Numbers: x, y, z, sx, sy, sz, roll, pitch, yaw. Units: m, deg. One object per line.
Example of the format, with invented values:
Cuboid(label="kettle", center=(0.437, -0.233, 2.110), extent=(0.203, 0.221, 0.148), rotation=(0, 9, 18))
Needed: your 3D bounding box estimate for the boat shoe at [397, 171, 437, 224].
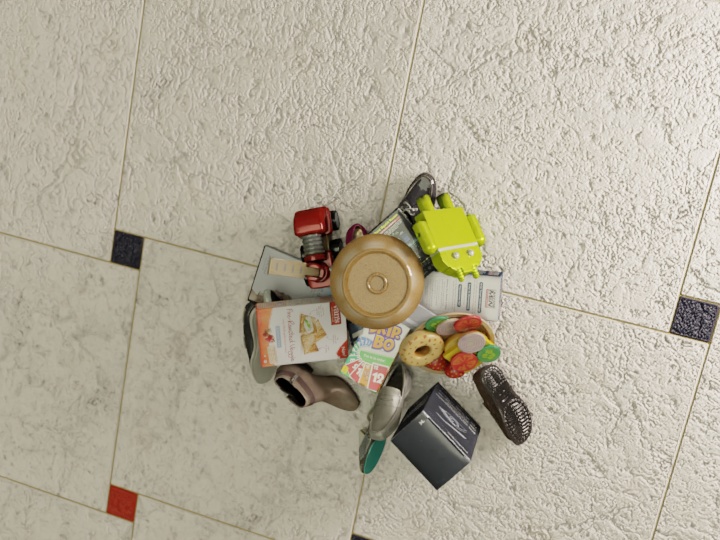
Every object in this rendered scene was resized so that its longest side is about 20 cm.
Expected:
Cuboid(label="boat shoe", center=(0.110, -0.119, 1.726), extent=(0.072, 0.063, 0.201), rotation=(28, 104, 10))

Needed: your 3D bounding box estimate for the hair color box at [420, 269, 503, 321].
Cuboid(label="hair color box", center=(0.208, 0.048, 1.727), extent=(0.198, 0.060, 0.101), rotation=(6, 101, 15))

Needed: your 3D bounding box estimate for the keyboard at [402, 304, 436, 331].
Cuboid(label="keyboard", center=(0.152, 0.122, 1.720), extent=(0.199, 0.011, 0.056), rotation=(32, 96, -30))

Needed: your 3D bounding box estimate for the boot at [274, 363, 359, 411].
Cuboid(label="boot", center=(-0.106, 0.279, 1.801), extent=(0.199, 0.146, 0.071), rotation=(31, 107, 9))

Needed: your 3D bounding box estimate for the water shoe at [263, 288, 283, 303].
Cuboid(label="water shoe", center=(-0.152, 0.117, 1.818), extent=(0.078, 0.072, 0.201), rotation=(-26, 109, 7))

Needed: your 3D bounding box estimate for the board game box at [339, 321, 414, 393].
Cuboid(label="board game box", center=(0.041, 0.161, 1.738), extent=(0.095, 0.030, 0.201), rotation=(29, 96, 9))

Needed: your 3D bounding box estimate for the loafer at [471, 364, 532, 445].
Cuboid(label="loafer", center=(0.312, 0.293, 1.743), extent=(0.073, 0.071, 0.201), rotation=(-31, 100, -22))

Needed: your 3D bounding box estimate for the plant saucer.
Cuboid(label="plant saucer", center=(0.034, 0.025, 1.633), extent=(0.198, 0.035, 0.202), rotation=(0, 95, 2))

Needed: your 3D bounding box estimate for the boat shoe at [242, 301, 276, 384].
Cuboid(label="boat shoe", center=(-0.243, 0.170, 1.866), extent=(0.060, 0.073, 0.202), rotation=(27, 129, 50))

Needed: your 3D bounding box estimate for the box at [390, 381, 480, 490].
Cuboid(label="box", center=(0.167, 0.354, 1.713), extent=(0.148, 0.200, 0.104), rotation=(47, 108, 4))

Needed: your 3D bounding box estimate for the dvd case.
Cuboid(label="dvd case", center=(-0.156, 0.042, 1.845), extent=(0.198, 0.018, 0.144), rotation=(22, 103, 10))

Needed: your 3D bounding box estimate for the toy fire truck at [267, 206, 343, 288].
Cuboid(label="toy fire truck", center=(-0.119, -0.047, 1.715), extent=(0.127, 0.200, 0.178), rotation=(-9, 89, 11))

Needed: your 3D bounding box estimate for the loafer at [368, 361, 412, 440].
Cuboid(label="loafer", center=(0.062, 0.285, 1.733), extent=(0.069, 0.201, 0.070), rotation=(-1, 127, 22))

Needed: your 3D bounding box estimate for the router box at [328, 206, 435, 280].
Cuboid(label="router box", center=(0.055, -0.014, 1.678), extent=(0.200, 0.062, 0.150), rotation=(-41, 94, 5))

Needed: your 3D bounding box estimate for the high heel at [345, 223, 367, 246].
Cuboid(label="high heel", center=(0.000, 0.000, 1.728), extent=(0.067, 0.096, 0.202), rotation=(0, 76, -1))

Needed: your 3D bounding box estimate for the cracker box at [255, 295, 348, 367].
Cuboid(label="cracker box", center=(-0.130, 0.134, 1.760), extent=(0.198, 0.058, 0.135), rotation=(-6, 104, -8))

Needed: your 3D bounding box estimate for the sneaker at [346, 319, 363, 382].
Cuboid(label="sneaker", center=(-0.001, 0.153, 1.799), extent=(0.084, 0.075, 0.202), rotation=(16, 97, 18))

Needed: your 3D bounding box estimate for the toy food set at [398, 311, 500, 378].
Cuboid(label="toy food set", center=(0.197, 0.163, 1.705), extent=(0.198, 0.049, 0.199), rotation=(-38, 123, 26))

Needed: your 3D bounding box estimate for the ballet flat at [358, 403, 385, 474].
Cuboid(label="ballet flat", center=(0.033, 0.372, 1.830), extent=(0.072, 0.072, 0.202), rotation=(25, 104, 10))

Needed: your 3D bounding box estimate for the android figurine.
Cuboid(label="android figurine", center=(0.189, -0.069, 1.658), extent=(0.041, 0.181, 0.202), rotation=(-39, 66, 47))
